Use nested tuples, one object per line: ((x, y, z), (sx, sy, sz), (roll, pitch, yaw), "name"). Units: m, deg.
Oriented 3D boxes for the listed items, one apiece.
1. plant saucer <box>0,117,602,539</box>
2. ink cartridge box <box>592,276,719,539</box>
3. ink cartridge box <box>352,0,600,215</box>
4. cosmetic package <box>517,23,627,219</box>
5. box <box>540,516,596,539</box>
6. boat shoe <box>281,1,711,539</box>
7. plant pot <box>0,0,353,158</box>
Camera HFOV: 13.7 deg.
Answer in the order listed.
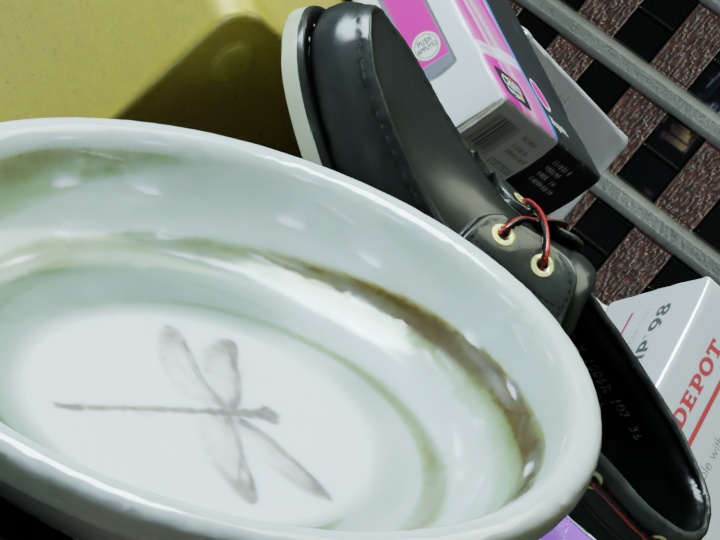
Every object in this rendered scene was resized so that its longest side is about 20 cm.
((-0.039, 0.030, 0.764), (0.199, 0.050, 0.200), (15, 27, -8), "plant saucer")
((0.120, 0.087, 1.048), (0.200, 0.116, 0.067), (40, -26, -19), "ink cartridge box")
((0.011, -0.115, 0.995), (0.201, 0.037, 0.095), (62, 14, 23), "ink cartridge box")
((0.000, 0.000, 1.069), (0.051, 0.200, 0.083), (40, 0, 40), "cosmetic package")
((0.105, 0.164, 0.876), (0.137, 0.039, 0.200), (40, -16, 44), "box")
((0.041, 0.004, 0.886), (0.202, 0.063, 0.074), (61, 27, -18), "boat shoe")
((-0.090, -0.059, 0.962), (0.200, 0.200, 0.177), (41, 11, -50), "plant pot")
